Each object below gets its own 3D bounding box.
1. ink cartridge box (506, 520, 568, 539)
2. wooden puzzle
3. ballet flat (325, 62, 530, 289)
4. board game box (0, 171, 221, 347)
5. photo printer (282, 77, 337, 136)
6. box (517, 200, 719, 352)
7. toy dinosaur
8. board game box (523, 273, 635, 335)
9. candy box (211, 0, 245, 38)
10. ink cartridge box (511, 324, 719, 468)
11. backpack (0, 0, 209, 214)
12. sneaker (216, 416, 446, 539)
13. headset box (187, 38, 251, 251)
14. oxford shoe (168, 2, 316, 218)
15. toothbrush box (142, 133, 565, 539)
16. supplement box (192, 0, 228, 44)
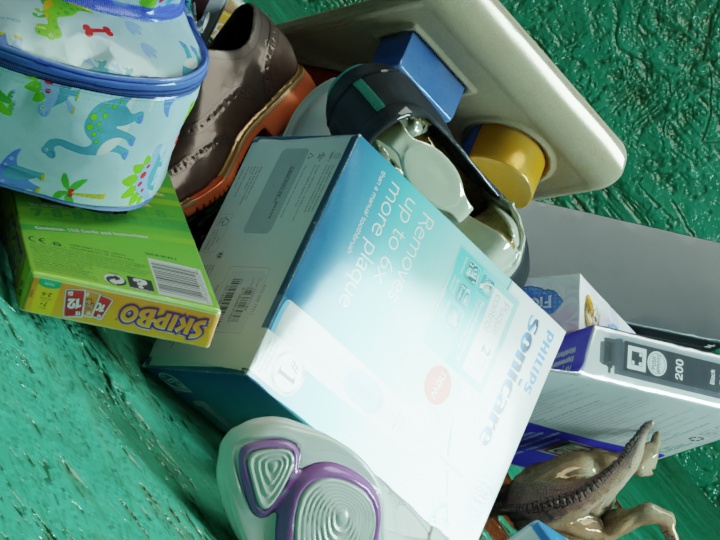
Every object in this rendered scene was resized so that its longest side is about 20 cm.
[{"bbox_3d":[0.147,0.247,1.456,0.147,0.086,0.200,53,9,29],"label":"ink cartridge box"},{"bbox_3d":[0.034,-0.089,1.494,0.185,0.199,0.046,45,49,-32],"label":"wooden puzzle"},{"bbox_3d":[0.048,-0.033,1.357,0.200,0.073,0.073,52,4,-38],"label":"ballet flat"},{"bbox_3d":[-0.134,-0.025,1.230,0.095,0.030,0.200,12,25,-20],"label":"board game box"},{"bbox_3d":[0.000,0.000,1.416,0.069,0.201,0.166,6,-25,40],"label":"photo printer"},{"bbox_3d":[0.132,0.017,1.664,0.199,0.079,0.141,12,-19,-23],"label":"box"},{"bbox_3d":[0.115,0.146,1.524,0.200,0.135,0.086,135,-44,-66],"label":"toy dinosaur"},{"bbox_3d":[0.081,0.059,1.615,0.200,0.199,0.041,38,50,-60],"label":"board game box"},{"bbox_3d":[-0.153,-0.179,1.694,0.200,0.115,0.055,49,8,-6],"label":"candy box"},{"bbox_3d":[0.123,0.082,1.544,0.199,0.198,0.044,13,68,-30],"label":"ink cartridge box"},{"bbox_3d":[-0.162,-0.137,1.218,0.182,0.147,0.200,13,35,-24],"label":"backpack"},{"bbox_3d":[-0.018,0.128,1.213,0.100,0.075,0.200,32,-9,47],"label":"sneaker"},{"bbox_3d":[-0.098,-0.065,1.544,0.200,0.093,0.174,51,8,9],"label":"headset box"},{"bbox_3d":[-0.103,-0.081,1.382,0.200,0.071,0.073,-50,120,-45],"label":"oxford shoe"},{"bbox_3d":[0.002,0.042,1.306,0.085,0.147,0.200,3,-31,45],"label":"toothbrush box"},{"bbox_3d":[-0.176,-0.208,1.430,0.199,0.061,0.109,18,24,-22],"label":"supplement box"}]
